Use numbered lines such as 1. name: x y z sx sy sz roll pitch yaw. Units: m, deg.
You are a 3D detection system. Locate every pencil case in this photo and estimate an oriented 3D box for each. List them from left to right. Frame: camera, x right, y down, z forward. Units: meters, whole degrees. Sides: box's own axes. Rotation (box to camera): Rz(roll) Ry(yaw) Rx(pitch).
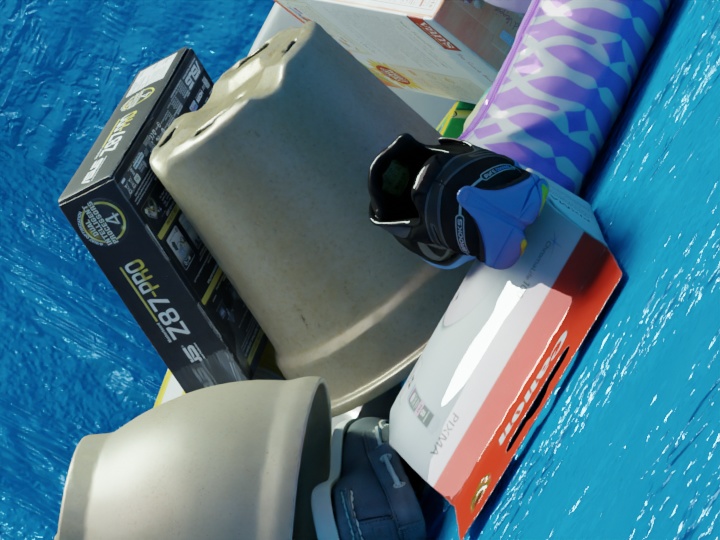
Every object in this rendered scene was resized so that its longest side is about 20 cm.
1. pencil case: 0.118 -0.119 1.561 0.084 0.085 0.200 -24 37 61

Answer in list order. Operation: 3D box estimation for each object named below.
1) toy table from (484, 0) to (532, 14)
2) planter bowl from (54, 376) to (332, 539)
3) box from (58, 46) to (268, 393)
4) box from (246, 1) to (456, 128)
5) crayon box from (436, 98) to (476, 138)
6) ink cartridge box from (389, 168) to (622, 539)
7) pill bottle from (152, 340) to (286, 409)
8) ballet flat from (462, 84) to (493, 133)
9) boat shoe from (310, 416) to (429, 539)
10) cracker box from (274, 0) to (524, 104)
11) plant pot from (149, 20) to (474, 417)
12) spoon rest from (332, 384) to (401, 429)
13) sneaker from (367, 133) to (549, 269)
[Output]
1. toy table: 0.134 -0.253 1.702 0.200 0.184 0.117 -67 -6 -56
2. planter bowl: -0.093 0.154 1.473 0.200 0.135 0.200 4 -90 -85
3. box: -0.107 -0.031 1.694 0.049 0.161 0.200 -26 21 22
4. box: 0.016 -0.150 2.066 0.171 0.199 0.200 -63 4 -18
5. crayon box: 0.043 -0.025 1.921 0.119 0.058 0.200 -65 6 -31
6. ink cartridge box: 0.071 0.039 1.396 0.163 0.057 0.200 -60 1 10
7. pill bottle: -0.083 0.116 1.702 0.112 0.112 0.200 -59 8 27
8. ballet flat: 0.091 -0.066 1.725 0.069 0.069 0.200 -63 4 -21
9. boat shoe: 0.017 0.124 1.504 0.062 0.073 0.200 -16 8 10
10. cracker box: 0.044 -0.169 1.820 0.200 0.134 0.058 18 76 52
11. plant pot: -0.020 -0.043 1.618 0.200 0.183 0.200 -38 14 12
12. spoon rest: -0.012 0.092 1.836 0.099 0.061 0.200 -61 4 1
13. sneaker: 0.043 -0.044 1.418 0.071 0.083 0.200 -62 8 -2
